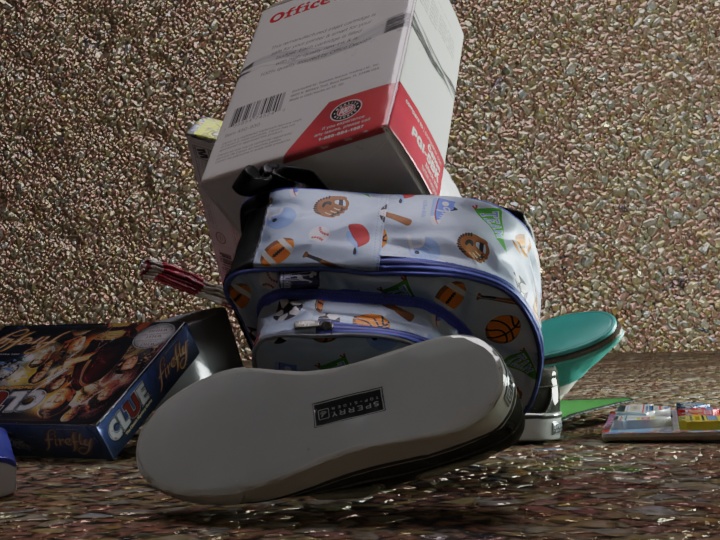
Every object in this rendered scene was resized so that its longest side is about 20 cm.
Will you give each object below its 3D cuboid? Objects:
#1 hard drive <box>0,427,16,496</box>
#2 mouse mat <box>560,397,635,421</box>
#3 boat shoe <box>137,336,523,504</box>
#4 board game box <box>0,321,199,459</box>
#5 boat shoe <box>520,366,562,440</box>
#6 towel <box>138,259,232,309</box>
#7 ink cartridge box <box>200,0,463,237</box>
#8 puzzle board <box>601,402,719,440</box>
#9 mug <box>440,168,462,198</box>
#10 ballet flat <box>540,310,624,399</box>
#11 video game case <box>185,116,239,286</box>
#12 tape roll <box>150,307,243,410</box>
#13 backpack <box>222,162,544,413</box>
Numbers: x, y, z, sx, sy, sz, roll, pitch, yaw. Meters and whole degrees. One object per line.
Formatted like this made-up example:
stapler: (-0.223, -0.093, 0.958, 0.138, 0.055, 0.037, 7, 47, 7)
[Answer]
hard drive: (-0.296, 0.125, 0.716, 0.132, 0.025, 0.200, -1, -2, -19)
mouse mat: (0.147, 0.132, 1.028, 0.161, 0.008, 0.200, -7, -3, 36)
boat shoe: (-0.016, 0.088, 0.568, 0.200, 0.071, 0.064, -11, -37, 15)
board game box: (-0.249, 0.094, 0.896, 0.200, 0.035, 0.136, -3, 31, 27)
boat shoe: (0.060, 0.104, 0.885, 0.200, 0.064, 0.071, -2, -3, 8)
towel: (-0.096, 0.036, 1.054, 0.200, 0.023, 0.144, 18, -5, 26)
ink cartridge box: (-0.013, -0.119, 0.785, 0.147, 0.200, 0.083, -13, -47, 26)
puzzle board: (0.281, 0.123, 0.918, 0.151, 0.017, 0.200, -2, -3, 15)
mug: (0.000, 0.000, 0.868, 0.175, 0.200, 0.148, 52, -4, -38)
ballet flat: (0.131, 0.087, 0.932, 0.200, 0.070, 0.067, -15, 25, 21)
video game case: (-0.062, -0.039, 1.024, 0.181, 0.200, 0.036, 16, 49, 22)
tape roll: (-0.217, 0.094, 1.063, 0.200, 0.066, 0.200, -15, 3, 1)
backpack: (0.021, 0.035, 0.696, 0.190, 0.154, 0.200, -7, -40, 6)
